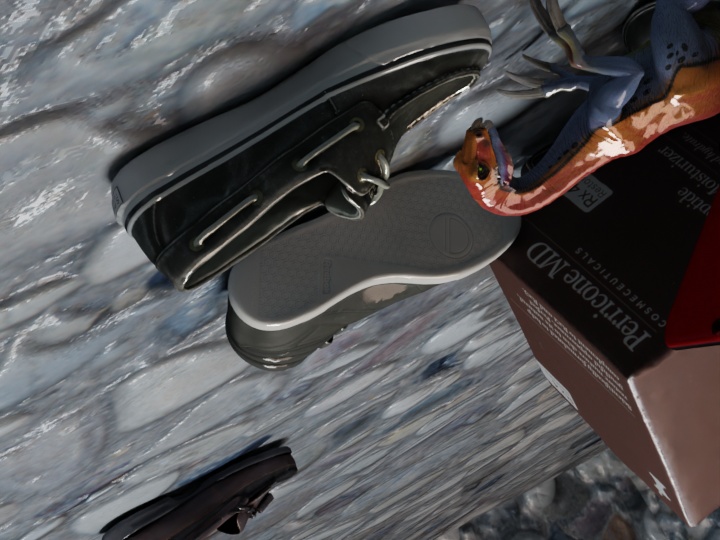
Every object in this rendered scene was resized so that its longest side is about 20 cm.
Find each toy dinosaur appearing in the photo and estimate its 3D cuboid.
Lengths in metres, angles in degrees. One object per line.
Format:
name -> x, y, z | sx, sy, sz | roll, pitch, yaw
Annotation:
toy dinosaur -> 0.138, -0.092, 0.852 | 0.182, 0.199, 0.105 | -58, 146, 0

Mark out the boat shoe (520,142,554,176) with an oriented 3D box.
boat shoe -> 0.190, -0.104, 1.146 | 0.199, 0.073, 0.063 | -22, 122, -15

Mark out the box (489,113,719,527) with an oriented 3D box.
box -> 0.217, 0.012, 1.076 | 0.200, 0.166, 0.165 | -37, 134, -7

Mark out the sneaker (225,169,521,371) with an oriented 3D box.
sneaker -> 0.000, 0.000, 1.043 | 0.199, 0.071, 0.099 | -20, 166, -24

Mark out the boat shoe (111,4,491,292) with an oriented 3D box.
boat shoe -> -0.017, -0.053, 0.800 | 0.199, 0.071, 0.072 | -30, 166, -9

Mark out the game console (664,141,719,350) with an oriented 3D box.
game console -> 0.262, -0.031, 0.873 | 0.171, 0.120, 0.200 | -6, 177, -15

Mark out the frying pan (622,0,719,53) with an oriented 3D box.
frying pan -> 0.239, -0.111, 1.012 | 0.189, 0.031, 0.115 | 24, 158, -24

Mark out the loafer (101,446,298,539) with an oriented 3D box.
loafer -> -0.135, 0.223, 1.534 | 0.199, 0.063, 0.072 | -23, 164, -31
